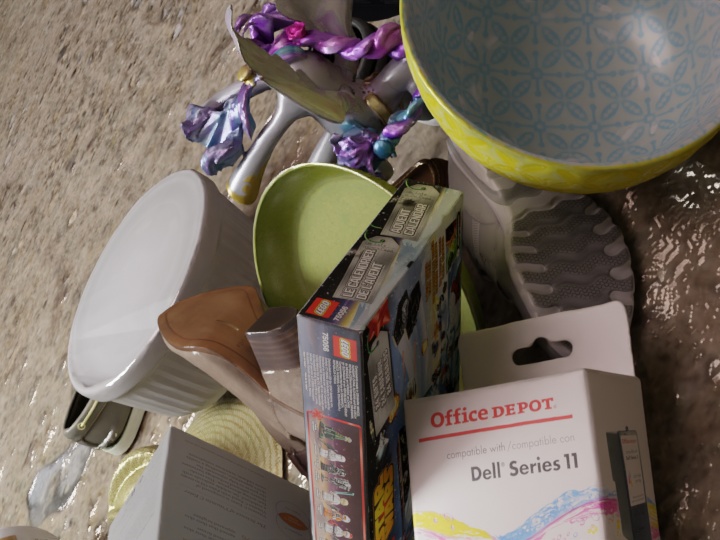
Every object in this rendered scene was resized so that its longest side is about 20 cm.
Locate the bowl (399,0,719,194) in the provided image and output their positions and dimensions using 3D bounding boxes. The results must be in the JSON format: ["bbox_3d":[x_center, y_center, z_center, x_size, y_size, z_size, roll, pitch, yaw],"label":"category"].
[{"bbox_3d":[0.119,-0.121,0.761,0.108,0.197,0.203,94,180,-66],"label":"bowl"}]

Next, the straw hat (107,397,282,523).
[{"bbox_3d":[-0.151,0.179,1.035,0.200,0.084,0.203,-30,50,43],"label":"straw hat"}]

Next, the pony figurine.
[{"bbox_3d":[-0.030,-0.124,0.856,0.200,0.192,0.168,-38,37,41],"label":"pony figurine"}]

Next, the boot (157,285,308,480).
[{"bbox_3d":[-0.054,0.089,0.898,0.070,0.147,0.199,-40,23,-24],"label":"boot"}]

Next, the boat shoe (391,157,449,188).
[{"bbox_3d":[0.000,0.000,0.931,0.201,0.067,0.072,-51,37,25],"label":"boat shoe"}]

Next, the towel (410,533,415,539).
[{"bbox_3d":[0.013,0.248,0.807,0.201,0.036,0.149,-59,34,17],"label":"towel"}]

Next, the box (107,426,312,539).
[{"bbox_3d":[-0.098,0.214,0.855,0.098,0.123,0.200,-57,17,19],"label":"box"}]

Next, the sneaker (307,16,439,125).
[{"bbox_3d":[-0.011,-0.156,1.003,0.199,0.098,0.072,18,89,58],"label":"sneaker"}]

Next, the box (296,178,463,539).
[{"bbox_3d":[0.015,0.070,0.739,0.137,0.039,0.202,-52,-31,-48],"label":"box"}]

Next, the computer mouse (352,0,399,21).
[{"bbox_3d":[0.039,-0.250,0.971,0.200,0.137,0.053,-33,66,56],"label":"computer mouse"}]

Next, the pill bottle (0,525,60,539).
[{"bbox_3d":[-0.282,0.321,1.121,0.115,0.113,0.200,-60,34,13],"label":"pill bottle"}]

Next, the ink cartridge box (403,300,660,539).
[{"bbox_3d":[0.088,0.119,0.681,0.116,0.067,0.203,-15,73,35],"label":"ink cartridge box"}]

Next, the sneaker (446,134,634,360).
[{"bbox_3d":[0.107,-0.013,0.805,0.083,0.074,0.201,97,160,-47],"label":"sneaker"}]

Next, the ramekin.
[{"bbox_3d":[-0.151,0.027,1.089,0.202,0.094,0.204,-38,36,33],"label":"ramekin"}]

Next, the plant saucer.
[{"bbox_3d":[0.010,0.018,0.849,0.199,0.031,0.202,29,135,32],"label":"plant saucer"}]

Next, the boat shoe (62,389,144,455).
[{"bbox_3d":[-0.220,0.066,1.217,0.072,0.060,0.204,4,76,56],"label":"boat shoe"}]
